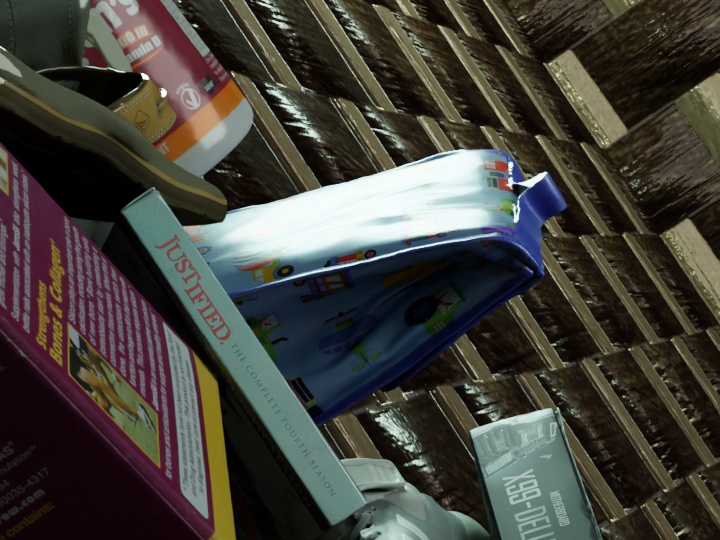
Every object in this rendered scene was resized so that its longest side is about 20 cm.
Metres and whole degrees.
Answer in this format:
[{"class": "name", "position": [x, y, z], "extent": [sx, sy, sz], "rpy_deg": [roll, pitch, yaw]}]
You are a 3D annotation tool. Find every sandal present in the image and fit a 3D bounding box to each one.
[{"class": "sandal", "position": [-0.109, -0.059, 1.024], "extent": [0.200, 0.080, 0.054], "rpy_deg": [37, 62, -58]}]

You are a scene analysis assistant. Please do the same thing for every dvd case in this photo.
[{"class": "dvd case", "position": [-0.066, 0.056, 1.080], "extent": [0.146, 0.022, 0.200], "rpy_deg": [56, -20, 4]}]

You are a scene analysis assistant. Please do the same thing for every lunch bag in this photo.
[{"class": "lunch bag", "position": [0.000, 0.000, 1.237], "extent": [0.094, 0.200, 0.151], "rpy_deg": [62, 9, -14]}]

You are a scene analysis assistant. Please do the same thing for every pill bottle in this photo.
[{"class": "pill bottle", "position": [-0.149, -0.117, 1.238], "extent": [0.200, 0.110, 0.110], "rpy_deg": [53, 13, -9]}]

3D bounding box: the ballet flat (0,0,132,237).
[{"class": "ballet flat", "position": [-0.124, -0.061, 1.130], "extent": [0.200, 0.064, 0.067], "rpy_deg": [85, -15, -62]}]

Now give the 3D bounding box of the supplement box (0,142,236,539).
[{"class": "supplement box", "position": [-0.143, 0.031, 0.908], "extent": [0.200, 0.103, 0.131], "rpy_deg": [49, 14, -26]}]

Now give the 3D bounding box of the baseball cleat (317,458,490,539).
[{"class": "baseball cleat", "position": [0.004, 0.149, 1.259], "extent": [0.106, 0.070, 0.200], "rpy_deg": [36, 13, 3]}]

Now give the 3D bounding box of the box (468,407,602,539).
[{"class": "box", "position": [0.106, 0.195, 1.334], "extent": [0.158, 0.050, 0.200], "rpy_deg": [-105, -179, -57]}]
